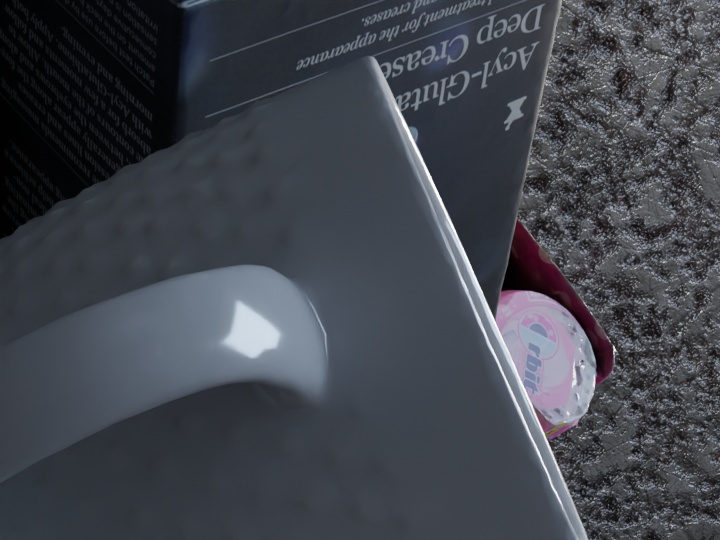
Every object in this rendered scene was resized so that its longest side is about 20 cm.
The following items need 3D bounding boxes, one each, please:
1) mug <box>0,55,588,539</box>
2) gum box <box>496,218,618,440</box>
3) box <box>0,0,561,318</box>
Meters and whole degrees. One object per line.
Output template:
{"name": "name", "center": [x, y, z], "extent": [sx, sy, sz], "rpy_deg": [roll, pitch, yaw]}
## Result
{"name": "mug", "center": [-0.050, 0.045, 0.500], "extent": [0.200, 0.174, 0.149], "rpy_deg": [51, 15, -75]}
{"name": "gum box", "center": [0.000, 0.000, 0.847], "extent": [0.201, 0.113, 0.066], "rpy_deg": [52, 43, -5]}
{"name": "box", "center": [-0.031, -0.048, 0.664], "extent": [0.107, 0.148, 0.201], "rpy_deg": [43, -38, 33]}
